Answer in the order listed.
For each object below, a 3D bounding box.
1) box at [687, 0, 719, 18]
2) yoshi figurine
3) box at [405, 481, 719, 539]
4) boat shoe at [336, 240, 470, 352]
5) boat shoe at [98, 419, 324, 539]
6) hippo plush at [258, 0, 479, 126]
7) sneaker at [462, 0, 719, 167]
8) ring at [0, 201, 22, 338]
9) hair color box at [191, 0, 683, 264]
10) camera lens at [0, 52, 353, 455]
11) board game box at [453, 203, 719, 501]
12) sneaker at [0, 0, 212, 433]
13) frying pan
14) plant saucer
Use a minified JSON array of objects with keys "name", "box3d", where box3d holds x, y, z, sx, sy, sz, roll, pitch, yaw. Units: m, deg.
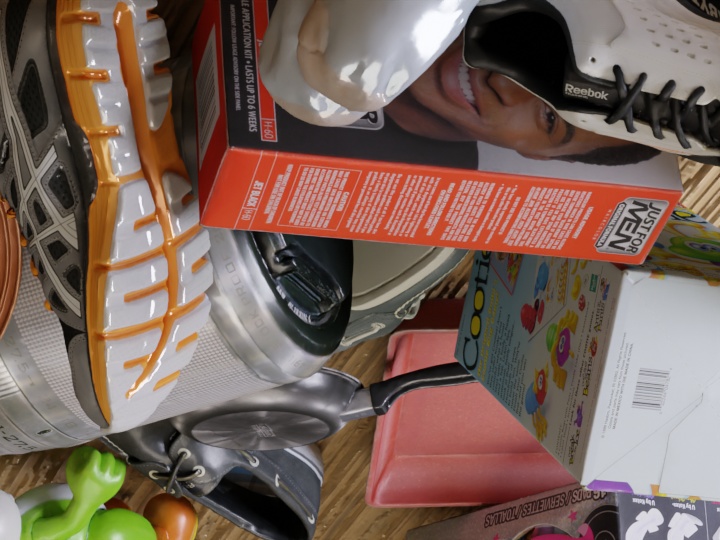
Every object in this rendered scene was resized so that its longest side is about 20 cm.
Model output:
[{"name":"box","box3d":[0.067,-0.115,1.227,0.159,0.046,0.200,-25,141,29]},{"name":"yoshi figurine","box3d":[-0.194,0.129,1.551,0.200,0.112,0.113,15,114,-45]},{"name":"box","box3d":[0.135,0.197,1.598,0.132,0.115,0.200,9,160,-35]},{"name":"boat shoe","box3d":[0.000,0.000,1.371,0.062,0.073,0.200,15,153,-36]},{"name":"boat shoe","box3d":[-0.091,0.103,1.537,0.069,0.057,0.200,-28,140,33]},{"name":"hippo plush","box3d":[-0.006,-0.162,1.026,0.161,0.159,0.200,46,154,-7]},{"name":"sneaker","box3d":[0.128,-0.071,1.091,0.200,0.080,0.074,27,128,27]},{"name":"ring","box3d":[-0.248,-0.015,1.187,0.200,0.019,0.201,3,117,6]},{"name":"hair color box","box3d":[0.031,-0.066,1.164,0.200,0.102,0.061,5,145,-15]},{"name":"camera lens","box3d":[-0.114,-0.007,1.271,0.200,0.160,0.160,-16,145,19]},{"name":"board game box","box3d":[0.130,0.029,1.303,0.103,0.200,0.105,7,104,-17]},{"name":"sneaker","box3d":[-0.117,-0.030,1.148,0.077,0.201,0.078,0,-170,30]},{"name":"frying pan","box3d":[-0.018,0.075,1.466,0.190,0.031,0.115,3,160,-12]},{"name":"plant saucer","box3d":[0.106,0.071,1.530,0.199,0.037,0.200,-1,147,-6]}]
